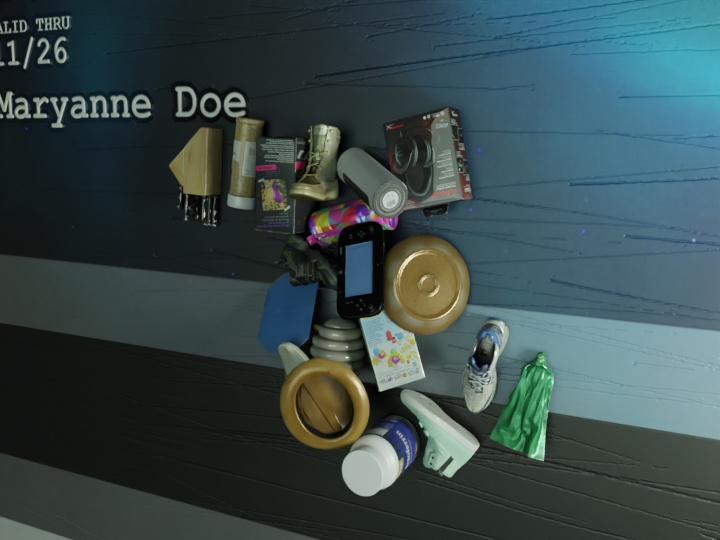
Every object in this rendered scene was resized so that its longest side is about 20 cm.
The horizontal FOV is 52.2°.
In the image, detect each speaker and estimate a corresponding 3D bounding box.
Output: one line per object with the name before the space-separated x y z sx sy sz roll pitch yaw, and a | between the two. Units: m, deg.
speaker | 0.021 -0.182 1.495 0.200 0.080 0.083 50 122 53

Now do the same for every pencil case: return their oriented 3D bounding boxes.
pencil case | -0.018 -0.106 1.579 0.196 0.088 0.090 -16 91 27

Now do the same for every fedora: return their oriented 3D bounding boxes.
fedora | -0.072 0.271 1.535 0.195 0.082 0.206 1 103 3

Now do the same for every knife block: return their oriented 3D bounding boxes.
knife block | -0.365 -0.212 1.743 0.199 0.064 0.177 -41 80 24

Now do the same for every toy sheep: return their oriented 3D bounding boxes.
toy sheep | -0.052 0.172 1.614 0.135 0.137 0.205 5 99 25

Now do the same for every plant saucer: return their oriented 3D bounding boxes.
plant saucer | 0.133 0.028 1.491 0.195 0.035 0.205 0 88 -10

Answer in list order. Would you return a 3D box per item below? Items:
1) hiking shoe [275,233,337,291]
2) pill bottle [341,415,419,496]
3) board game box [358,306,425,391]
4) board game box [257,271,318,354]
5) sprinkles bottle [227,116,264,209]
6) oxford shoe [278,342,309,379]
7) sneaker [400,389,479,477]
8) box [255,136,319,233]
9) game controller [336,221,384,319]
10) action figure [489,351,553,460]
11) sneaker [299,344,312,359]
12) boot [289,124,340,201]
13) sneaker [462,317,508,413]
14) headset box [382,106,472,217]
hiking shoe | -0.107 0.003 1.626 0.199 0.075 0.102 40 103 36
pill bottle | 0.043 0.392 1.558 0.113 0.199 0.119 4 100 24
board game box | 0.057 0.135 1.550 0.103 0.103 0.205 -15 91 -2
board game box | -0.156 0.100 1.677 0.155 0.039 0.204 -7 63 36
sprinkles bottle | -0.263 -0.246 1.686 0.067 0.068 0.205 13 103 23
oxford shoe | -0.129 0.250 1.599 0.074 0.058 0.204 -7 111 42
sneaker | 0.143 0.353 1.571 0.199 0.074 0.119 39 105 13
box | -0.158 -0.190 1.613 0.104 0.122 0.205 7 101 23
game controller | 0.000 0.000 1.487 0.102 0.042 0.205 -6 68 16
action figure | 0.341 0.262 1.477 0.116 0.054 0.205 17 98 24
sneaker | -0.137 0.275 1.697 0.113 0.075 0.203 -27 89 23
boot | -0.092 -0.226 1.534 0.070 0.200 0.159 8 100 18
sneaker | 0.242 0.200 1.498 0.076 0.085 0.205 15 104 23
headset box | 0.138 -0.212 1.492 0.146 0.077 0.205 -8 93 26
